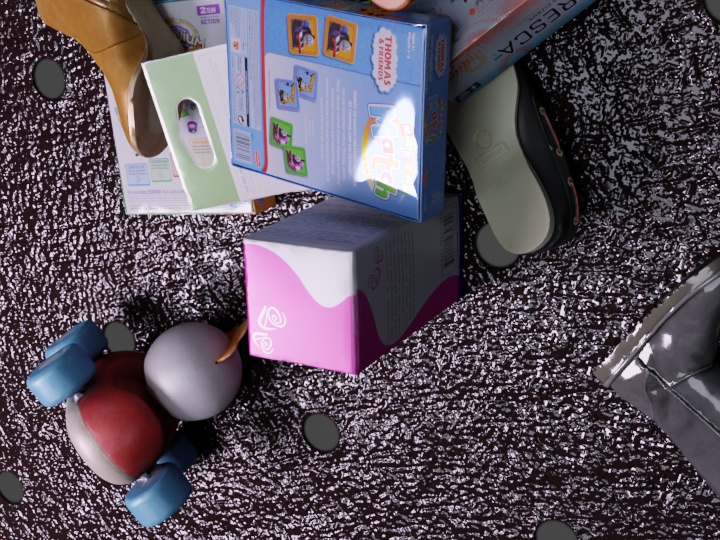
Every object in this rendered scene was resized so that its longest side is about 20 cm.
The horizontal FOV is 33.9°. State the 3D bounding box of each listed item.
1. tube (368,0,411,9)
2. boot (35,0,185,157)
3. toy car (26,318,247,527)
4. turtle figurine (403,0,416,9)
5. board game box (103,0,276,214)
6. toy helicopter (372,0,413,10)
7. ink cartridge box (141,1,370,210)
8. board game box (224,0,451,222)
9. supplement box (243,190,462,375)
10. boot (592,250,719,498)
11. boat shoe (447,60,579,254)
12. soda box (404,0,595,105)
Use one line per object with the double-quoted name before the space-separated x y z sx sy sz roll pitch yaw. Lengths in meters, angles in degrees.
"tube" 0.006 -0.281 0.965 0.052 0.058 0.200 -18 98 21
"boot" -0.231 -0.210 1.066 0.144 0.071 0.201 14 111 32
"toy car" -0.183 0.107 1.157 0.200 0.177 0.184 -35 102 3
"turtle figurine" 0.068 -0.304 0.883 0.161 0.064 0.200 -10 107 7
"board game box" -0.164 -0.153 1.104 0.153 0.040 0.200 2 107 28
"toy helicopter" 0.000 -0.289 0.829 0.132 0.079 0.200 21 135 29
"ink cartridge box" -0.071 -0.138 1.022 0.200 0.048 0.146 -8 113 20
"board game box" -0.022 -0.134 0.920 0.200 0.037 0.151 20 121 35
"supplement box" 0.000 0.000 0.971 0.103 0.200 0.101 8 109 26
"boot" 0.301 0.101 0.920 0.200 0.073 0.182 46 135 15
"boat shoe" 0.119 -0.110 0.955 0.074 0.063 0.202 -25 79 36
"soda box" 0.123 -0.214 0.886 0.200 0.068 0.064 -35 65 21
